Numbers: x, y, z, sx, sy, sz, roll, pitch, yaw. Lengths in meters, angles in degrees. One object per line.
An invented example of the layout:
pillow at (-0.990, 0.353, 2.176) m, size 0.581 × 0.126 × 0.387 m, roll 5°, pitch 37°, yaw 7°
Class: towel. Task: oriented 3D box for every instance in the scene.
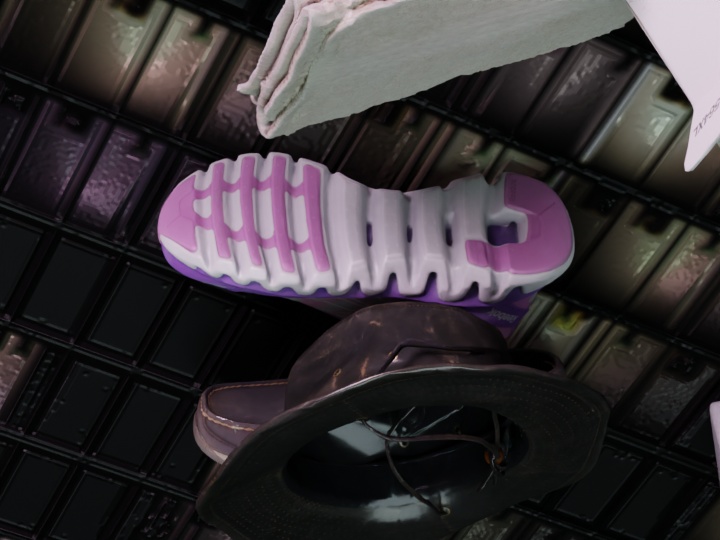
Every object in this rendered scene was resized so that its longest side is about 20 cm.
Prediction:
towel at (0.050, -0.115, 0.824) m, size 0.199 × 0.035 × 0.133 m, roll -18°, pitch 169°, yaw -20°

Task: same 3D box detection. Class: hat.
hat at (0.014, 0.064, 0.932) m, size 0.200 × 0.081 × 0.201 m, roll -10°, pitch 151°, yaw -5°

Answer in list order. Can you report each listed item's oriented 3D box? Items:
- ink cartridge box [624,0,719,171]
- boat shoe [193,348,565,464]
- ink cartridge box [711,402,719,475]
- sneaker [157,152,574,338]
ink cartridge box at (0.214, -0.114, 0.777) m, size 0.200 × 0.125 × 0.129 m, roll -18°, pitch 157°, yaw -29°
boat shoe at (0.013, 0.064, 1.022) m, size 0.199 × 0.075 × 0.074 m, roll 0°, pitch 117°, yaw -12°
ink cartridge box at (0.294, 0.127, 1.017) m, size 0.199 × 0.145 × 0.084 m, roll -11°, pitch 129°, yaw 6°
sneaker at (0.000, 0.000, 0.964) m, size 0.199 × 0.081 × 0.089 m, roll 5°, pitch 142°, yaw -4°
